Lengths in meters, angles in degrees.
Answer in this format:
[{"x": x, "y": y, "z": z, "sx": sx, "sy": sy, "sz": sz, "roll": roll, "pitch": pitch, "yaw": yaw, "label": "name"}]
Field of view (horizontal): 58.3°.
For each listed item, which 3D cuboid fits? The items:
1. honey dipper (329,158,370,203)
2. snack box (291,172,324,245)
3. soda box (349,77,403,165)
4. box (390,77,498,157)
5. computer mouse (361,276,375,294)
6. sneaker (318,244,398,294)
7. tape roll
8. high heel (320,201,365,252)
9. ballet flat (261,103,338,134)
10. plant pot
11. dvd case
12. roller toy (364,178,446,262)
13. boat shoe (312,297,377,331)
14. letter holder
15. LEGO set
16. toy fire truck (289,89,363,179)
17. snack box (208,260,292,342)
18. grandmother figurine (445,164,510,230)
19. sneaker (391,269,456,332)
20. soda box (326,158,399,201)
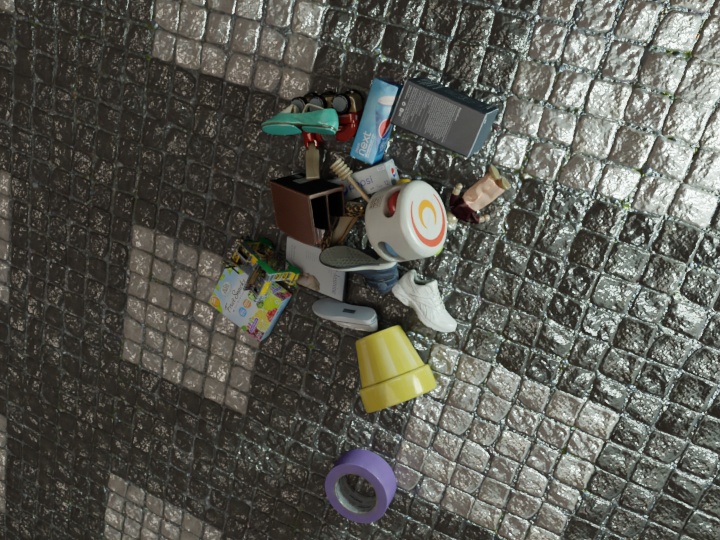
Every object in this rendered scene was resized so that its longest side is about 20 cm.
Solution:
[{"x": 0.004, "y": -0.194, "z": 1.605, "sx": 0.200, "sy": 0.038, "sz": 0.038, "roll": 47, "pitch": 118, "yaw": -5, "label": "honey dipper"}, {"x": -0.139, "y": -0.166, "z": 1.752, "sx": 0.072, "sy": 0.024, "sz": 0.200, "roll": 1, "pitch": 108, "yaw": 24, "label": "snack box"}, {"x": 0.042, "y": -0.367, "z": 1.590, "sx": 0.068, "sy": 0.064, "sz": 0.200, "roll": 25, "pitch": 115, "yaw": 13, "label": "soda box"}, {"x": 0.195, "y": -0.355, "z": 1.483, "sx": 0.200, "sy": 0.148, "sz": 0.107, "roll": 27, "pitch": 115, "yaw": 13, "label": "box"}, {"x": -0.023, "y": -0.008, "z": 1.751, "sx": 0.200, "sy": 0.034, "sz": 0.059, "roll": 44, "pitch": 117, "yaw": 4, "label": "computer mouse"}, {"x": 0.000, "y": 0.001, "z": 1.670, "sx": 0.202, "sy": 0.077, "sz": 0.146, "roll": 4, "pitch": 150, "yaw": 12, "label": "sneaker"}, {"x": 0.001, "y": 0.642, "z": 1.924, "sx": 0.200, "sy": 0.085, "sz": 0.200, "roll": 7, "pitch": 110, "yaw": 20, "label": "tape roll"}, {"x": -0.041, "y": -0.097, "z": 1.644, "sx": 0.200, "sy": 0.071, "sz": 0.143, "roll": -9, "pitch": 73, "yaw": 62, "label": "high heel"}, {"x": -0.143, "y": -0.366, "z": 1.559, "sx": 0.200, "sy": 0.067, "sz": 0.070, "roll": 5, "pitch": 80, "yaw": 20, "label": "ballet flat"}, {"x": 0.077, "y": 0.255, "z": 1.715, "sx": 0.201, "sy": 0.201, "sz": 0.189, "roll": -25, "pitch": 82, "yaw": 27, "label": "plant pot"}, {"x": -0.122, "y": -0.004, "z": 1.780, "sx": 0.200, "sy": 0.018, "sz": 0.143, "roll": 20, "pitch": 123, "yaw": 21, "label": "dvd case"}, {"x": 0.104, "y": -0.117, "z": 1.541, "sx": 0.140, "sy": 0.182, "sz": 0.200, "roll": -10, "pitch": 98, "yaw": 41, "label": "roller toy"}, {"x": -0.044, "y": 0.131, "z": 1.784, "sx": 0.200, "sy": 0.074, "sz": 0.065, "roll": 14, "pitch": 138, "yaw": 31, "label": "boat shoe"}, {"x": -0.132, "y": -0.154, "z": 1.633, "sx": 0.200, "sy": 0.101, "sz": 0.142, "roll": 26, "pitch": 129, "yaw": 51, "label": "letter holder"}, {"x": -0.276, "y": 0.007, "z": 1.780, "sx": 0.200, "sy": 0.154, "sz": 0.116, "roll": 39, "pitch": 116, "yaw": 19, "label": "LEGO set"}, {"x": -0.084, "y": -0.341, "z": 1.621, "sx": 0.176, "sy": 0.129, "sz": 0.200, "roll": 2, "pitch": 113, "yaw": 21, "label": "toy fire truck"}, {"x": -0.324, "y": 0.082, "z": 1.886, "sx": 0.200, "sy": 0.068, "sz": 0.169, "roll": 36, "pitch": 117, "yaw": 10, "label": "snack box"}, {"x": 0.267, "y": -0.162, "z": 1.569, "sx": 0.200, "sy": 0.061, "sz": 0.121, "roll": -37, "pitch": 97, "yaw": 30, "label": "grandmother figurine"}, {"x": 0.179, "y": 0.076, "z": 1.673, "sx": 0.200, "sy": 0.078, "sz": 0.099, "roll": 40, "pitch": 114, "yaw": 5, "label": "sneaker"}, {"x": -0.005, "y": -0.223, "z": 1.653, "sx": 0.200, "sy": 0.068, "sz": 0.064, "roll": -15, "pitch": 103, "yaw": 26, "label": "soda box"}]
